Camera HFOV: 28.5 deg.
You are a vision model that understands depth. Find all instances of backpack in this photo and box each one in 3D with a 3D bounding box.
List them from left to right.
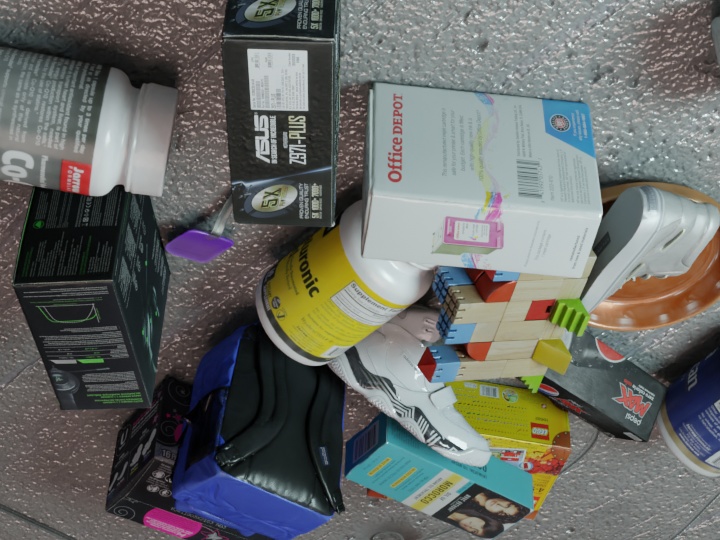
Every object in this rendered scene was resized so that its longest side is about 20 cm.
[{"bbox_3d":[-0.114,0.162,1.480,0.162,0.201,0.168,30,141,-31],"label":"backpack"}]

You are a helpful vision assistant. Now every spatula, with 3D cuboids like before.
[{"bbox_3d":[-0.122,-0.063,1.359,0.056,0.021,0.200,15,135,-33],"label":"spatula"}]

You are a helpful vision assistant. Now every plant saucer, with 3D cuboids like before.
[{"bbox_3d":[0.271,-0.015,1.390,0.199,0.032,0.201,2,137,2],"label":"plant saucer"}]

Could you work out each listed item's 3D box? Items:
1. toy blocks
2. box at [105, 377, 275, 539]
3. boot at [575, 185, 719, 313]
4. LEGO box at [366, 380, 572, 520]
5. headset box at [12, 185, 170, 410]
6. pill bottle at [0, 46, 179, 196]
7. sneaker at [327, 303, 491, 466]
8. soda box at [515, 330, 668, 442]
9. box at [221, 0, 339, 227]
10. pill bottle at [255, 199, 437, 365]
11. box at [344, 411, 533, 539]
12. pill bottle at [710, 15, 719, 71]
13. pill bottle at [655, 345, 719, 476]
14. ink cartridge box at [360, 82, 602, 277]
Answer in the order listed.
[{"bbox_3d":[0.127,0.031,1.315,0.136,0.100,0.201,-2,132,-24],"label":"toy blocks"},{"bbox_3d":[-0.169,0.228,1.616,0.199,0.115,0.132,24,132,-24],"label":"box"},{"bbox_3d":[0.253,-0.002,1.331,0.095,0.074,0.200,11,145,-21],"label":"boot"},{"bbox_3d":[0.119,0.198,1.597,0.199,0.077,0.149,9,137,-8],"label":"LEGO box"},{"bbox_3d":[-0.245,0.012,1.337,0.092,0.175,0.201,-2,139,4],"label":"headset box"},{"bbox_3d":[-0.263,-0.127,1.227,0.199,0.114,0.114,10,137,-8],"label":"pill bottle"},{"bbox_3d":[0.071,0.107,1.446,0.200,0.075,0.115,37,92,4],"label":"sneaker"},{"bbox_3d":[0.229,0.107,1.484,0.200,0.071,0.063,32,163,-30],"label":"soda box"},{"bbox_3d":[-0.059,-0.161,1.144,0.086,0.164,0.201,2,139,0],"label":"box"},{"bbox_3d":[0.000,0.000,1.359,0.111,0.112,0.200,32,129,-29],"label":"pill bottle"},{"bbox_3d":[0.086,0.223,1.530,0.199,0.049,0.082,27,132,-23],"label":"box"},{"bbox_3d":[0.393,-0.176,1.148,0.199,0.111,0.111,-13,136,16],"label":"pill bottle"},{"bbox_3d":[0.411,0.121,1.476,0.111,0.111,0.200,24,133,-22],"label":"pill bottle"},{"bbox_3d":[0.100,-0.080,1.240,0.199,0.145,0.085,6,138,-4],"label":"ink cartridge box"}]
